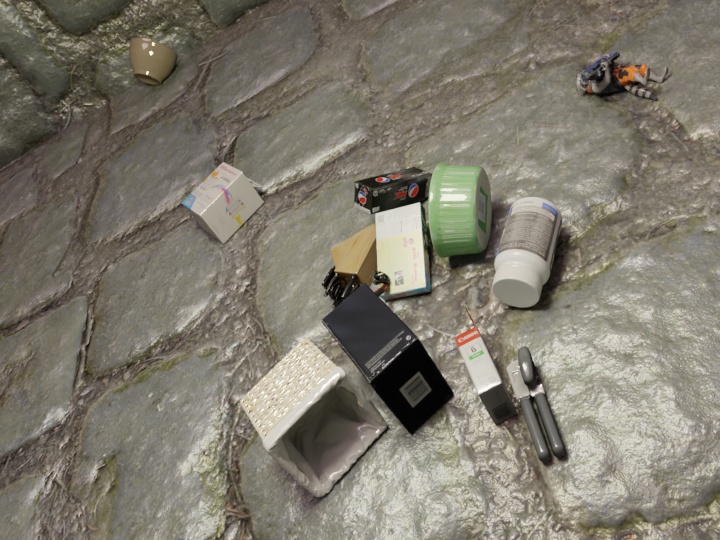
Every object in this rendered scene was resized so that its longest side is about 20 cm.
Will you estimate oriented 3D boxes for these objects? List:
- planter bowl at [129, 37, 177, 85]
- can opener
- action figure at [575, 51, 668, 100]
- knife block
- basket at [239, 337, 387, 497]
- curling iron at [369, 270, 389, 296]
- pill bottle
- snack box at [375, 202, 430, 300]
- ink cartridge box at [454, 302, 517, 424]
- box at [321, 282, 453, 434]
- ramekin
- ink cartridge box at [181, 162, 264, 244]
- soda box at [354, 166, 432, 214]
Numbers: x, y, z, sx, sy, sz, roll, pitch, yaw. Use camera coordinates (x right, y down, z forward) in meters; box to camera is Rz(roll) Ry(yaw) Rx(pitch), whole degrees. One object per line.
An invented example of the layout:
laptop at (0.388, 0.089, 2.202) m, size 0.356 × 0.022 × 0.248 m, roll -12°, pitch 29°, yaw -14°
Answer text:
planter bowl at (-0.877, -0.861, 2.825) m, size 0.197 × 0.199 × 0.138 m, roll 9°, pitch 83°, yaw 37°
can opener at (0.300, 0.231, 1.179) m, size 0.052 × 0.067 × 0.203 m, roll -21°, pitch 49°, yaw 12°
action figure at (0.583, -0.438, 1.566) m, size 0.191 × 0.107 × 0.199 m, roll 11°, pitch 34°, yaw 44°
knife block at (0.000, 0.000, 1.572) m, size 0.197 × 0.064 × 0.177 m, roll -30°, pitch 43°, yaw 5°
basket at (-0.092, 0.277, 1.289) m, size 0.200 × 0.199 × 0.160 m, roll -44°, pitch 39°, yaw -10°
curling iron at (0.012, 0.055, 1.417) m, size 0.026 × 0.049 × 0.200 m, roll -57°, pitch -6°, yaw 36°
pill bottle at (0.332, -0.036, 1.355) m, size 0.112 × 0.114 × 0.203 m, roll 1°, pitch 53°, yaw 33°
snack box at (0.094, -0.043, 1.523) m, size 0.114 × 0.037 × 0.205 m, roll -11°, pitch 67°, yaw 24°
ink cartridge box at (0.219, 0.168, 1.248) m, size 0.050 × 0.110 × 0.202 m, roll -26°, pitch 43°, yaw 7°
box at (0.052, 0.164, 1.290) m, size 0.123 × 0.201 × 0.198 m, roll -40°, pitch 43°, yaw -6°
ramekin at (0.219, -0.130, 1.455) m, size 0.095 × 0.202 × 0.203 m, roll 0°, pitch 52°, yaw 23°
ink cartridge box at (-0.389, -0.206, 1.958) m, size 0.201 × 0.126 × 0.128 m, roll -48°, pitch 44°, yaw -13°
soda box at (0.079, -0.194, 1.624) m, size 0.197 × 0.065 × 0.070 m, roll -18°, pitch 32°, yaw -36°
